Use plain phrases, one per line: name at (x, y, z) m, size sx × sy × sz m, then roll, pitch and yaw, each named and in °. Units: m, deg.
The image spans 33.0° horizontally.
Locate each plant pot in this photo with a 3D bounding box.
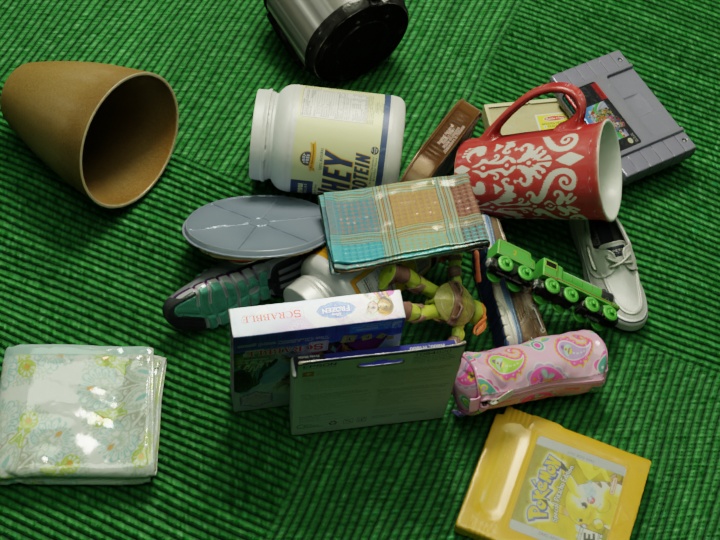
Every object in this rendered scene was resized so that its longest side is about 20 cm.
plant pot at (-0.380, -0.206, 1.628) m, size 0.200 × 0.187 × 0.186 m, roll 25°, pitch 59°, yaw 24°

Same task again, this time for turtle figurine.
turtle figurine at (0.101, 0.052, 1.520) m, size 0.161 × 0.064 × 0.201 m, roll 11°, pitch 78°, yaw -32°

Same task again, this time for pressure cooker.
pressure cooker at (-0.045, -0.395, 1.761) m, size 0.178 × 0.176 × 0.200 m, roll -24°, pitch 67°, yaw -22°

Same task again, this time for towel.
towel at (-0.338, 0.173, 1.465) m, size 0.199 × 0.048 × 0.172 m, roll 1°, pitch 58°, yaw -5°
towel at (0.051, -0.063, 1.523) m, size 0.199 × 0.022 × 0.147 m, roll -10°, pitch 44°, yaw -2°

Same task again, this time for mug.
mug at (0.237, -0.148, 1.624) m, size 0.199 × 0.133 × 0.178 m, roll -2°, pitch 81°, yaw 26°

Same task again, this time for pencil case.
pencil case at (0.208, 0.128, 1.508) m, size 0.199 × 0.088 × 0.088 m, roll -9°, pitch 60°, yaw -21°

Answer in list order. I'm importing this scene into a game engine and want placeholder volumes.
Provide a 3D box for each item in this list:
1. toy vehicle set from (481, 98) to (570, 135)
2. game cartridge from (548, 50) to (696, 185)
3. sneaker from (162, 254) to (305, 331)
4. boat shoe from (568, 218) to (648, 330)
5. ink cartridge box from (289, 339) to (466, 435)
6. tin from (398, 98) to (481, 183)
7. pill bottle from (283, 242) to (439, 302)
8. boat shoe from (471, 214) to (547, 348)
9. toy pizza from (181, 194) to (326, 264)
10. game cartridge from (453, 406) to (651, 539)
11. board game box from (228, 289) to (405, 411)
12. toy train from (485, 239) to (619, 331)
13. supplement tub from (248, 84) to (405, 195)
toy vehicle set at (0.285, -0.192, 1.755) m, size 0.199 × 0.027 × 0.125 m, roll -6°, pitch 60°, yaw -9°
game cartridge at (0.373, -0.222, 1.747) m, size 0.129 × 0.038 × 0.200 m, roll -21°, pitch 63°, yaw -22°
sneaker at (-0.173, 0.012, 1.577) m, size 0.200 × 0.075 × 0.088 m, roll -20°, pitch 44°, yaw -24°
boat shoe at (0.333, -0.015, 1.630) m, size 0.073 × 0.065 × 0.200 m, roll -15°, pitch 61°, yaw -14°
ink cartridge box at (0.015, 0.127, 1.436) m, size 0.199 × 0.200 × 0.041 m, roll -5°, pitch 60°, yaw -9°
tin at (0.104, -0.152, 1.662) m, size 0.042 × 0.112 × 0.200 m, roll 34°, pitch 57°, yaw 4°
pill bottle at (0.000, 0.000, 1.564) m, size 0.200 × 0.109 × 0.109 m, roll -36°, pitch 68°, yaw -24°
boat shoe at (0.197, 0.018, 1.601) m, size 0.072 × 0.072 × 0.201 m, roll -5°, pitch 69°, yaw -14°
toy pizza at (-0.131, -0.050, 1.577) m, size 0.199 × 0.032 × 0.200 m, roll 1°, pitch 25°, yaw 0°
game cartridge at (0.234, 0.272, 1.468) m, size 0.199 × 0.032 × 0.177 m, roll 21°, pitch 59°, yaw 7°
board game box at (-0.056, 0.099, 1.447) m, size 0.199 × 0.200 × 0.041 m, roll -6°, pitch 60°, yaw -8°
toy train at (0.247, 0.018, 1.559) m, size 0.200 × 0.042 × 0.057 m, roll 24°, pitch 49°, yaw -16°
supplement tub at (-0.045, -0.174, 1.644) m, size 0.199 × 0.145 × 0.145 m, roll 6°, pitch 59°, yaw -1°
